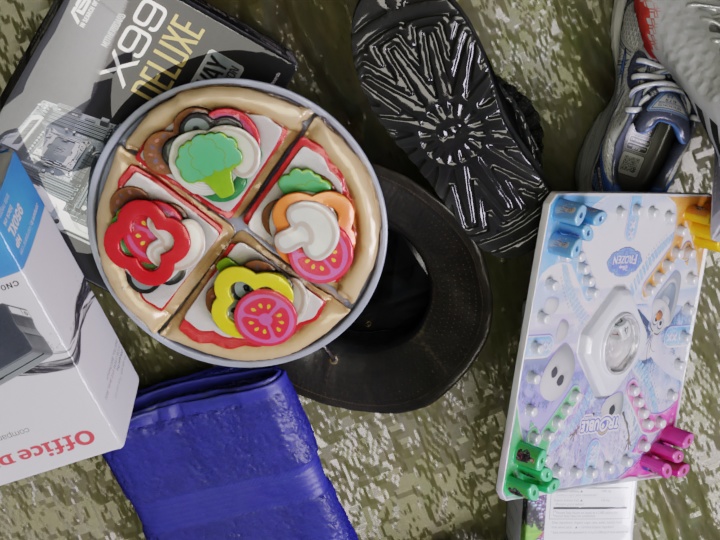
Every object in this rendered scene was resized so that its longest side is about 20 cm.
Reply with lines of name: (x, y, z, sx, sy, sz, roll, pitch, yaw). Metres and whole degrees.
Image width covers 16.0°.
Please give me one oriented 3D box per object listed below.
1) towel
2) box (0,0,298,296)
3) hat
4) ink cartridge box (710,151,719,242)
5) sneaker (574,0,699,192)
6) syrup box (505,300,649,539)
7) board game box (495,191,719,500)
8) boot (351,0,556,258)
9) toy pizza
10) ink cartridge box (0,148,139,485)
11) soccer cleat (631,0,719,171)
towel: (-0.085, 0.157, 1.773, 0.147, 0.050, 0.200, -13, 119, 17)
box: (-0.158, -0.096, 1.697, 0.157, 0.050, 0.200, 29, 103, -15)
hat: (0.000, 0.000, 1.727, 0.200, 0.081, 0.201, 6, 112, 16)
ink cartridge box: (0.338, -0.086, 1.725, 0.199, 0.050, 0.161, 8, 71, -8)
sneaker: (0.204, -0.122, 1.718, 0.077, 0.085, 0.201, 8, 106, -10)
syrup box: (0.150, 0.125, 1.794, 0.081, 0.079, 0.201, 0, 108, -7)
board game box: (0.172, 0.049, 1.684, 0.200, 0.026, 0.201, -2, 104, -51)
boot: (0.057, -0.118, 1.661, 0.079, 0.158, 0.211, -23, 114, 11)
toy pizza: (-0.082, -0.026, 1.663, 0.199, 0.032, 0.201, 3, 111, 7)
ink cartridge box: (-0.253, 0.040, 1.679, 0.144, 0.084, 0.200, -17, 121, 15)
soccer cleat: (0.238, -0.122, 1.641, 0.068, 0.085, 0.200, -20, 82, -19)
